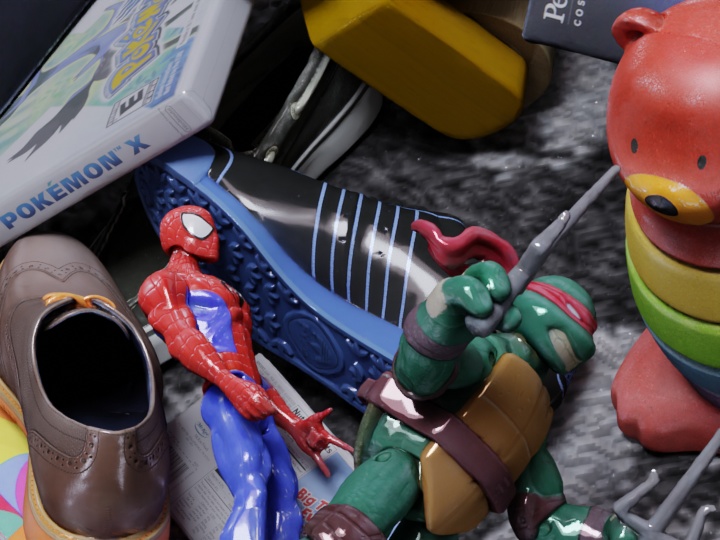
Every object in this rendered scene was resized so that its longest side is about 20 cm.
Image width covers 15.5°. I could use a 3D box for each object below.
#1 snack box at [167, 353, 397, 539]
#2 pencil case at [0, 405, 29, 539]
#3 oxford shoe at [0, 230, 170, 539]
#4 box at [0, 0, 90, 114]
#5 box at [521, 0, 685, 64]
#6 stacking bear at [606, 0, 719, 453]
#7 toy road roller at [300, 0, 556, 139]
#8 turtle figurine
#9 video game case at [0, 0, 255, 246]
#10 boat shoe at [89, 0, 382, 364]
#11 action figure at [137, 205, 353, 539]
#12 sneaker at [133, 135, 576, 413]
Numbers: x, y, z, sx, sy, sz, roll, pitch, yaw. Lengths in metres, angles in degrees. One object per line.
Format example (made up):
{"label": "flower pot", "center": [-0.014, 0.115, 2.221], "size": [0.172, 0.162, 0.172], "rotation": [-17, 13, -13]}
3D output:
{"label": "snack box", "center": [-0.013, 0.116, 1.028], "size": [0.072, 0.024, 0.200], "rotation": [-37, 50, -8]}
{"label": "pencil case", "center": [-0.118, 0.124, 1.024], "size": [0.088, 0.088, 0.200], "rotation": [-42, 51, -13]}
{"label": "oxford shoe", "center": [-0.105, 0.032, 1.025], "size": [0.071, 0.073, 0.200], "rotation": [-2, 34, -17]}
{"label": "box", "center": [-0.249, -0.169, 1.188], "size": [0.197, 0.200, 0.117], "rotation": [4, 53, 49]}
{"label": "box", "center": [0.188, -0.163, 1.017], "size": [0.198, 0.123, 0.200], "rotation": [16, 104, 20]}
{"label": "stacking bear", "center": [0.142, -0.018, 0.956], "size": [0.121, 0.200, 0.114], "rotation": [24, 65, 33]}
{"label": "toy road roller", "center": [0.035, -0.163, 1.095], "size": [0.146, 0.200, 0.123], "rotation": [-24, 43, 41]}
{"label": "turtle figurine", "center": [0.042, 0.066, 0.904], "size": [0.200, 0.150, 0.101], "rotation": [-53, 30, -12]}
{"label": "video game case", "center": [-0.118, -0.089, 1.152], "size": [0.182, 0.022, 0.200], "rotation": [-28, 29, 29]}
{"label": "boat shoe", "center": [-0.071, -0.040, 1.144], "size": [0.071, 0.064, 0.200], "rotation": [25, 67, 34]}
{"label": "action figure", "center": [-0.042, 0.060, 1.005], "size": [0.052, 0.065, 0.200], "rotation": [-30, 61, 15]}
{"label": "sneaker", "center": [0.000, 0.000, 1.071], "size": [0.200, 0.070, 0.078], "rotation": [39, 58, 18]}
